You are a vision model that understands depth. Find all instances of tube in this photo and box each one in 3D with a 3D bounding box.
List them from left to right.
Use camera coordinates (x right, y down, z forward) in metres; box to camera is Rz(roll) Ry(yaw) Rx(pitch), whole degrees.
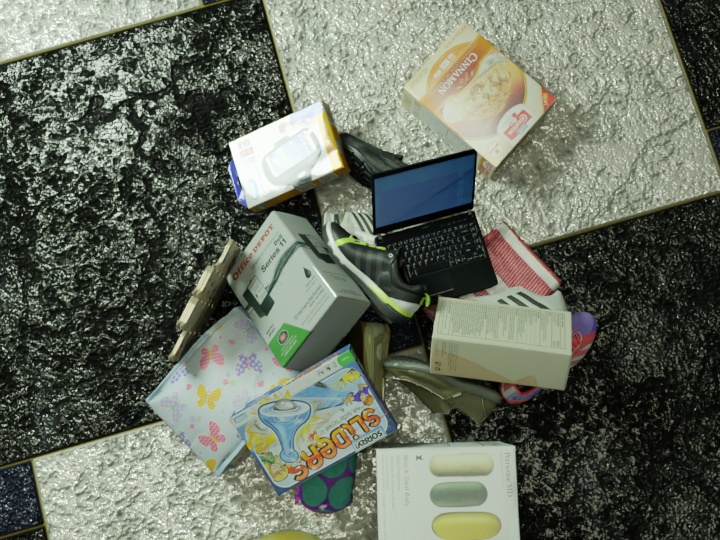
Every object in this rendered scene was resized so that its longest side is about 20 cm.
[{"bbox_3d":[0.096,-0.004,1.330,0.200,0.052,0.058,-46,123,-11],"label":"tube"}]

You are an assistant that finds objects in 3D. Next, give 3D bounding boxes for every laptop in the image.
[{"bbox_3d":[0.117,-0.058,1.271,0.176,0.103,0.202,-15,81,-12],"label":"laptop"}]

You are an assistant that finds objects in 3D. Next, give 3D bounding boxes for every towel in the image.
[{"bbox_3d":[0.207,0.036,1.333,0.200,0.023,0.144,-42,83,-5],"label":"towel"}]

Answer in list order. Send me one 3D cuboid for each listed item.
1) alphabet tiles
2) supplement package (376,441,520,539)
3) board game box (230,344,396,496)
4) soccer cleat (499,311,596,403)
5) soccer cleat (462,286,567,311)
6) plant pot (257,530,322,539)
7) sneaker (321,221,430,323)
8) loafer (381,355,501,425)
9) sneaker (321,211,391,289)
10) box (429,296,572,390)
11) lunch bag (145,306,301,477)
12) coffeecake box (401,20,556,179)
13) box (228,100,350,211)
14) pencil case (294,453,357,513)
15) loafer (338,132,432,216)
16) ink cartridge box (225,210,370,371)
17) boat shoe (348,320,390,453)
[{"bbox_3d":[-0.236,0.046,1.252,0.014,0.200,0.197,26,84,-1],"label":"alphabet tiles"},{"bbox_3d":[0.123,0.333,1.224,0.198,0.151,0.154,-2,81,1],"label":"supplement package"},{"bbox_3d":[-0.066,0.213,1.178,0.199,0.034,0.136,-31,97,7],"label":"board game box"},{"bbox_3d":[0.297,0.134,1.281,0.199,0.077,0.067,-37,82,-12],"label":"soccer cleat"},{"bbox_3d":[0.223,0.062,1.292,0.198,0.069,0.086,2,45,14],"label":"soccer cleat"},{"bbox_3d":[-0.111,0.495,1.210,0.198,0.142,0.202,0,82,2],"label":"plant pot"},{"bbox_3d":[0.028,-0.012,1.236,0.083,0.072,0.200,-46,76,14],"label":"sneaker"},{"bbox_3d":[0.121,0.187,1.271,0.198,0.075,0.070,21,90,-11],"label":"loafer"},{"bbox_3d":[0.000,0.000,1.313,0.114,0.076,0.203,-4,75,2],"label":"sneaker"},{"bbox_3d":[0.205,0.106,1.213,0.198,0.078,0.095,8,40,9],"label":"box"},{"bbox_3d":[-0.193,0.182,1.271,0.169,0.127,0.200,41,94,9],"label":"lunch bag"},{"bbox_3d":[0.191,-0.277,1.355,0.200,0.073,0.154,41,83,6],"label":"coffeecake box"},{"bbox_3d":[-0.126,-0.179,1.343,0.198,0.041,0.120,-22,78,13],"label":"box"},{"bbox_3d":[-0.047,0.259,1.247,0.091,0.085,0.202,4,100,-2],"label":"pencil case"},{"bbox_3d":[0.043,-0.162,1.350,0.200,0.068,0.070,37,62,12],"label":"loafer"},{"bbox_3d":[-0.100,0.029,1.251,0.147,0.083,0.200,-52,54,19],"label":"ink cartridge box"},{"bbox_3d":[0.019,0.181,1.295,0.063,0.073,0.203,6,74,-28],"label":"boat shoe"}]
